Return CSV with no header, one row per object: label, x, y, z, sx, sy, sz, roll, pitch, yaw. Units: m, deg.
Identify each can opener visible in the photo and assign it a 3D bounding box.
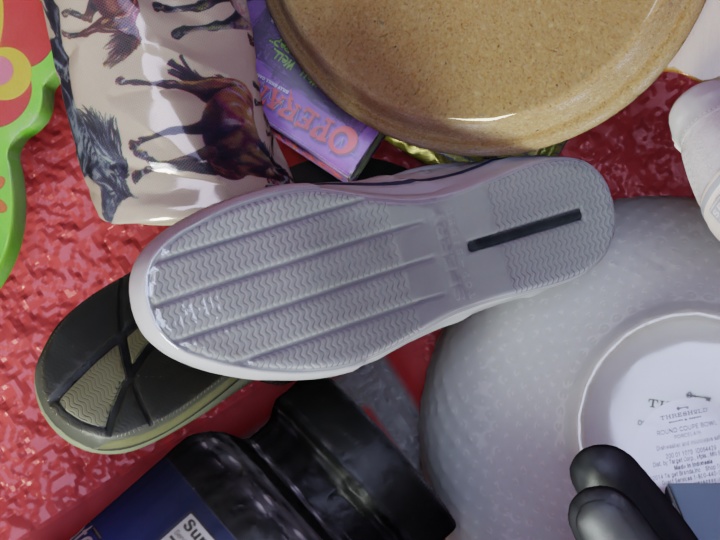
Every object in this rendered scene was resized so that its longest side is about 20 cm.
can opener,0.128,0.146,0.814,0.079,0.063,0.200,-28,117,9

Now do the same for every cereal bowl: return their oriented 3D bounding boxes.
cereal bowl,0.126,0.064,0.925,0.200,0.083,0.200,0,84,-5

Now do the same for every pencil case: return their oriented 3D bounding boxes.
pencil case,-0.078,-0.110,0.874,0.089,0.078,0.200,-14,96,-22

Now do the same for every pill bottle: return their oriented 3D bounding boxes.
pill bottle,-0.064,0.135,0.890,0.200,0.112,0.112,-41,89,-7

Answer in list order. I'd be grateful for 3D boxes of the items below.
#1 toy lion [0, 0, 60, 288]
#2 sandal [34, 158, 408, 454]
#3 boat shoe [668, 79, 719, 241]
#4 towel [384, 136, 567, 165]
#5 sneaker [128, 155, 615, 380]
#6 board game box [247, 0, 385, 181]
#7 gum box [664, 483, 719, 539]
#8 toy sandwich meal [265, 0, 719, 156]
toy lion,-0.194,-0.069,0.911,0.192,0.069,0.200,-24,87,2
sandal,-0.042,0.015,0.927,0.201,0.057,0.080,-26,65,-21
boat shoe,0.187,-0.037,0.905,0.072,0.200,0.069,-46,60,34
towel,0.022,-0.129,0.965,0.200,0.023,0.144,29,84,0
sneaker,0.000,0.000,0.865,0.200,0.071,0.073,-9,90,-29
board game box,-0.053,-0.138,0.936,0.200,0.032,0.120,35,82,6
gum box,0.211,0.163,0.894,0.200,0.045,0.170,0,118,-7
toy sandwich meal,0.058,-0.138,0.885,0.205,0.070,0.205,1,93,17
